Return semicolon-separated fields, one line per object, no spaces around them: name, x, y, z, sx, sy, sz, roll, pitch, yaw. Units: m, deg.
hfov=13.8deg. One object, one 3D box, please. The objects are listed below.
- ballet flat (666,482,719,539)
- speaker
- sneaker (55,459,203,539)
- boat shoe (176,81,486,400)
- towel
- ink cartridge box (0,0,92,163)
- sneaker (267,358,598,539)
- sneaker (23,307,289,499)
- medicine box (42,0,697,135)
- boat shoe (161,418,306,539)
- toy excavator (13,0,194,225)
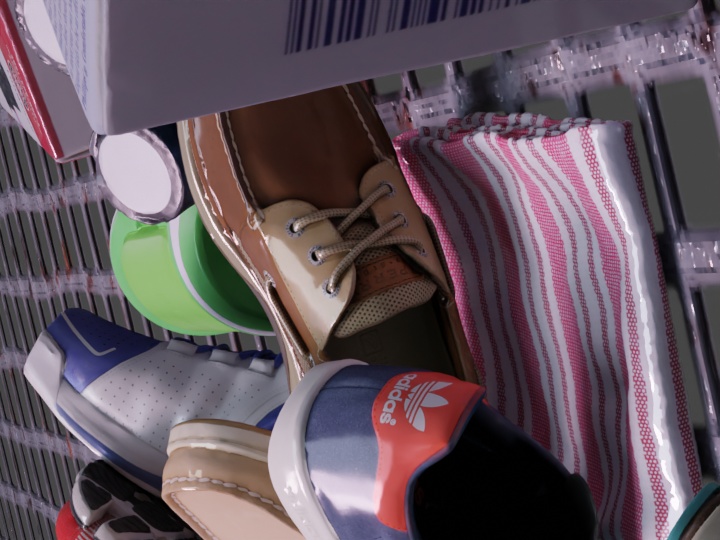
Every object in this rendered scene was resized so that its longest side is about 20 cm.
ballet flat;0.102;0.136;0.891;0.200;0.069;0.070;103;150;-57
speaker;-0.058;-0.013;1.310;0.200;0.088;0.089;176;80;-75
sneaker;-0.095;0.135;1.188;0.077;0.085;0.200;38;171;9
boat shoe;0.000;0.000;1.027;0.074;0.075;0.201;13;127;66
towel;0.061;0.021;0.997;0.200;0.030;0.147;-170;66;-74
ink cartridge box;-0.136;-0.138;1.312;0.200;0.082;0.147;-146;34;-73
sneaker;0.054;0.107;0.962;0.084;0.075;0.200;-5;136;43
sneaker;-0.023;0.055;1.157;0.199;0.116;0.081;32;180;25
medicine box;-0.015;-0.159;0.807;0.103;0.181;0.201;98;154;-55
boat shoe;0.004;0.125;1.026;0.200;0.069;0.074;38;153;-25
toy excavator;-0.037;-0.135;1.107;0.199;0.100;0.195;-17;105;43
